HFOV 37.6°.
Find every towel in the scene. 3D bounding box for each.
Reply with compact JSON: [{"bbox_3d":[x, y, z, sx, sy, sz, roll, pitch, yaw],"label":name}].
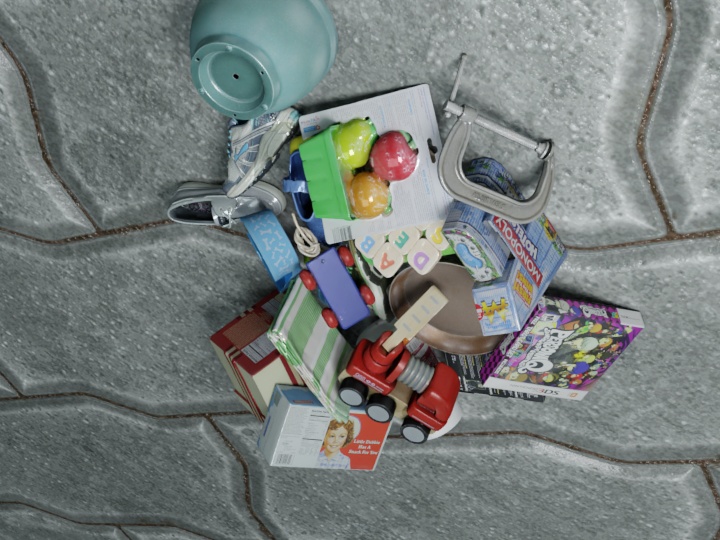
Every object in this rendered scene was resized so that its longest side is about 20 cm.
[{"bbox_3d":[-0.064,0.122,1.648,0.023,0.153,0.200,-23,117,28],"label":"towel"}]

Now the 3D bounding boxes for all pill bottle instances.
[{"bbox_3d":[0.085,0.176,1.759,0.109,0.110,0.201,-16,113,38],"label":"pill bottle"}]

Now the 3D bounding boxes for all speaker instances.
[{"bbox_3d":[0.096,-0.058,1.553,0.199,0.089,0.089,-10,128,34],"label":"speaker"}]

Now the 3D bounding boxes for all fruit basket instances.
[{"bbox_3d":[0.023,-0.145,1.469,0.198,0.094,0.187,-12,96,17],"label":"fruit basket"}]

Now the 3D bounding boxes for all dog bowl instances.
[{"bbox_3d":[-0.135,-0.033,1.651,0.112,0.049,0.200,59,175,12],"label":"dog bowl"}]

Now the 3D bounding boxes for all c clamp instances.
[{"bbox_3d":[0.182,-0.159,1.384,0.199,0.172,0.027,26,175,-21],"label":"c clamp"}]

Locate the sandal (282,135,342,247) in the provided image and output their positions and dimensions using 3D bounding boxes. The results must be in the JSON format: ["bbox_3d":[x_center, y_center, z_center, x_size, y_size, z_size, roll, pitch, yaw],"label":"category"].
[{"bbox_3d":[-0.072,-0.103,1.587,0.079,0.087,0.201,0,137,23],"label":"sandal"}]

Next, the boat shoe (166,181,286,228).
[{"bbox_3d":[-0.215,-0.096,1.676,0.199,0.072,0.070,2,134,22],"label":"boat shoe"}]

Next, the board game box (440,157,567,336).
[{"bbox_3d":[0.196,-0.021,1.452,0.061,0.201,0.200,-13,127,37],"label":"board game box"}]

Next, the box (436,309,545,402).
[{"bbox_3d":[0.216,0.126,1.715,0.159,0.044,0.201,4,135,23],"label":"box"}]

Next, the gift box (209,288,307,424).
[{"bbox_3d":[-0.112,0.161,1.794,0.184,0.199,0.188,38,155,51],"label":"gift box"}]

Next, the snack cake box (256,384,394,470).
[{"bbox_3d":[-0.055,0.257,1.723,0.199,0.067,0.116,10,108,-30],"label":"snack cake box"}]

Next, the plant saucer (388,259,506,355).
[{"bbox_3d":[0.142,0.051,1.616,0.199,0.032,0.201,14,139,13],"label":"plant saucer"}]

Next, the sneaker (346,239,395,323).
[{"bbox_3d":[0.000,0.000,1.676,0.088,0.077,0.201,8,135,31],"label":"sneaker"}]

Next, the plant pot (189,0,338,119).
[{"bbox_3d":[-0.144,-0.285,1.397,0.199,0.135,0.201,14,139,12],"label":"plant pot"}]

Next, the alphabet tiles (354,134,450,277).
[{"bbox_3d":[0.050,-0.094,1.512,0.200,0.015,0.196,46,123,13],"label":"alphabet tiles"}]

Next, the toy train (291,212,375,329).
[{"bbox_3d":[-0.062,-0.015,1.621,0.201,0.084,0.116,61,174,-18],"label":"toy train"}]

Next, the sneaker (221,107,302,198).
[{"bbox_3d":[-0.161,-0.189,1.567,0.086,0.078,0.200,42,131,-1],"label":"sneaker"}]

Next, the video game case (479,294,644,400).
[{"bbox_3d":[0.303,0.120,1.611,0.180,0.036,0.201,10,137,-19],"label":"video game case"}]

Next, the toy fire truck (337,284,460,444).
[{"bbox_3d":[0.085,0.139,1.608,0.175,0.129,0.200,31,137,-5],"label":"toy fire truck"}]
